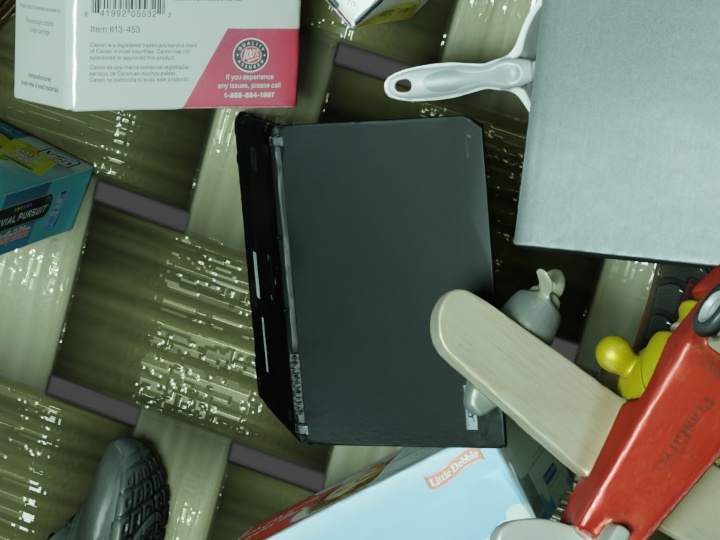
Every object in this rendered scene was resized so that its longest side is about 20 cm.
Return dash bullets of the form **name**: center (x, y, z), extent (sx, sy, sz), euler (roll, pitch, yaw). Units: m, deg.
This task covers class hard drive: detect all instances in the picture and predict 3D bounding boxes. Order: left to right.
- **hard drive**: center (0.162, -0.105, 1.101), extent (0.138, 0.033, 0.202), euler (6, 87, 16)

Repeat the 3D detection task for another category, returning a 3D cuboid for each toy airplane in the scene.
- **toy airplane**: center (0.145, 0.089, 1.064), extent (0.198, 0.141, 0.202), euler (-11, 103, -3)

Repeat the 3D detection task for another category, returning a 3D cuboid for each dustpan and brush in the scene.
- **dustpan and brush**: center (0.114, -0.113, 1.153), extent (0.198, 0.057, 0.141), euler (-4, 98, 15)

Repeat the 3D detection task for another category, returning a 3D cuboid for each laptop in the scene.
- **laptop**: center (0.000, 0.000, 1.161), extent (0.102, 0.200, 0.179), euler (-6, 98, -12)

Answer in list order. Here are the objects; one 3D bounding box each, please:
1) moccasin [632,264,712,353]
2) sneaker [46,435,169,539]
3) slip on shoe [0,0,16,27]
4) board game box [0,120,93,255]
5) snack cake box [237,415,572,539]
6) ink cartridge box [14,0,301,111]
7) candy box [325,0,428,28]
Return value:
- **moccasin**: center (0.203, 0.017, 1.151), extent (0.073, 0.078, 0.203), euler (22, 108, 26)
- **sneaker**: center (-0.180, 0.192, 1.277), extent (0.090, 0.076, 0.201), euler (21, 102, 17)
- **slip on shoe**: center (-0.209, -0.200, 1.214), extent (0.061, 0.076, 0.200), euler (42, 104, -1)
- **board game box**: center (-0.260, -0.061, 1.186), extent (0.150, 0.200, 0.047), euler (26, 104, 9)
- **snack cake box**: center (0.015, 0.150, 1.194), extent (0.199, 0.115, 0.068), euler (-29, 92, 17)
- **ink cartridge box**: center (-0.111, -0.193, 1.150), extent (0.084, 0.144, 0.202), euler (17, 107, 57)
- **candy box**: center (0.063, -0.219, 1.110), extent (0.200, 0.136, 0.061), euler (-42, 87, 18)
